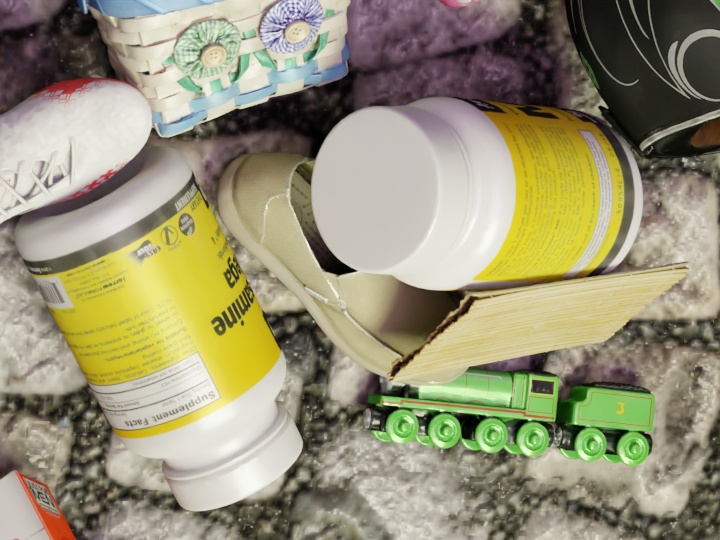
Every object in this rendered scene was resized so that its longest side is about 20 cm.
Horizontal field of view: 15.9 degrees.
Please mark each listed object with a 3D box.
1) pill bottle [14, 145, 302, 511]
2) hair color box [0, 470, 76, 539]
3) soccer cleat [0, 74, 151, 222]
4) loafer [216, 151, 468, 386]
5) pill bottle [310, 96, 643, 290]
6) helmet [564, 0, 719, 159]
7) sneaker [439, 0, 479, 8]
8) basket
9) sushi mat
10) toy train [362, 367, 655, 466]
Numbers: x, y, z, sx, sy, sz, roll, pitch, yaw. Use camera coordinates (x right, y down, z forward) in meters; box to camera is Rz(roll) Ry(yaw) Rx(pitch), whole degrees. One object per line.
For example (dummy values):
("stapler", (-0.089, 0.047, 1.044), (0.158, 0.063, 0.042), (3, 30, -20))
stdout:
("pill bottle", (-0.113, 0.037, 1.525), (0.112, 0.112, 0.200), (-29, 108, -11))
("hair color box", (-0.188, 0.229, 1.500), (0.101, 0.061, 0.200), (-32, 72, 5))
("soccer cleat", (-0.211, -0.051, 1.459), (0.199, 0.085, 0.069), (-18, 113, 12))
("loafer", (0.000, 0.000, 1.569), (0.200, 0.068, 0.076), (38, 65, -20))
("pill bottle", (0.069, -0.044, 1.524), (0.200, 0.114, 0.115), (1, 102, -52))
("helmet", (0.222, -0.178, 1.553), (0.199, 0.200, 0.191), (-11, 81, -16))
("sneaker", (0.094, -0.251, 1.562), (0.088, 0.081, 0.200), (35, 82, -16))
("basket", (-0.086, -0.192, 1.476), (0.176, 0.139, 0.200), (-20, 115, -12))
("sushi mat", (0.110, 0.029, 1.574), (0.200, 0.096, 0.012), (-8, 65, -43))
("toy train", (0.097, 0.090, 1.643), (0.199, 0.042, 0.057), (7, 88, -19))
